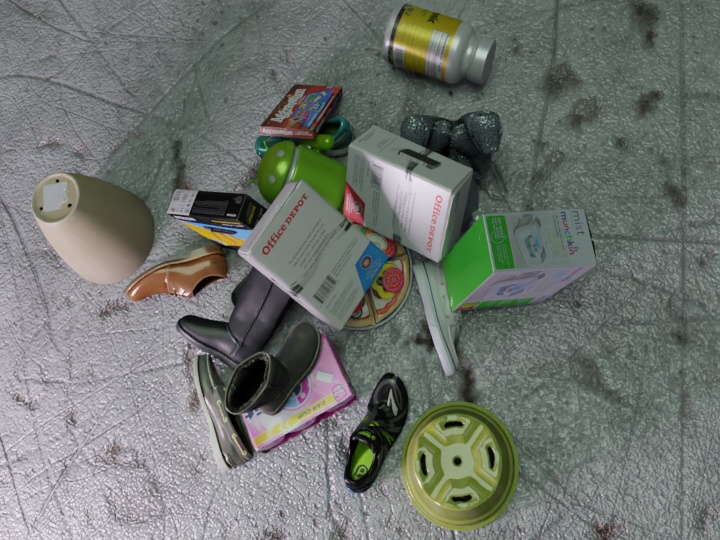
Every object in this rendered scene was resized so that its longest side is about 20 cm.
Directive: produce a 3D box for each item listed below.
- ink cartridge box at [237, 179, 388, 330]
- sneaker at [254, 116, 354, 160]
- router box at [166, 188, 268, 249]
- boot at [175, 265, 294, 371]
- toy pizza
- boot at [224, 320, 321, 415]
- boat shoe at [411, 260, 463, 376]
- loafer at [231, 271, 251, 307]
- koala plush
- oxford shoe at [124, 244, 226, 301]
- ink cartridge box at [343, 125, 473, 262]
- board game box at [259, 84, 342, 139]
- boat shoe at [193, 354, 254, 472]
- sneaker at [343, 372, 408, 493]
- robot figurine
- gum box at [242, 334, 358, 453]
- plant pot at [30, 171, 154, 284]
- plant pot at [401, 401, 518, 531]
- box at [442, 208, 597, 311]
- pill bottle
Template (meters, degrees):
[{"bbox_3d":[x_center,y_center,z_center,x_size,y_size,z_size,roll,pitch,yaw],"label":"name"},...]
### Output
[{"bbox_3d":[-0.076,-0.025,1.162,0.199,0.084,0.147,40,79,-20],"label":"ink cartridge box"},{"bbox_3d":[-0.109,-0.255,1.361,0.194,0.080,0.080,-10,72,7],"label":"sneaker"},{"bbox_3d":[-0.220,-0.082,1.255,0.196,0.148,0.052,9,72,40],"label":"router box"},{"bbox_3d":[-0.209,0.056,1.252,0.162,0.066,0.203,30,106,-4],"label":"boot"},{"bbox_3d":[0.000,0.000,1.256,0.194,0.032,0.207,1,87,-11],"label":"toy pizza"},{"bbox_3d":[-0.132,0.144,1.116,0.071,0.200,0.186,22,77,17],"label":"boot"},{"bbox_3d":[0.143,0.072,1.229,0.065,0.074,0.205,-17,72,4],"label":"boat shoe"},{"bbox_3d":[-0.153,-0.002,1.300,0.198,0.071,0.069,-36,71,-2],"label":"loafer"},{"bbox_3d":[0.166,-0.163,1.267,0.172,0.183,0.207,-1,95,15],"label":"koala plush"},{"bbox_3d":[-0.338,0.021,1.327,0.195,0.071,0.073,-21,77,2],"label":"oxford shoe"},{"bbox_3d":[0.076,-0.127,1.196,0.197,0.147,0.084,28,46,22],"label":"ink cartridge box"},{"bbox_3d":[-0.106,-0.298,1.339,0.100,0.020,0.202,5,36,13],"label":"board game box"},{"bbox_3d":[-0.238,0.238,1.248,0.059,0.072,0.207,-19,78,3],"label":"boat shoe"},{"bbox_3d":[0.026,0.268,1.188,0.069,0.083,0.204,21,78,14],"label":"sneaker"},{"bbox_3d":[-0.097,-0.155,1.290,0.195,0.115,0.180,21,81,-16],"label":"robot figurine"},{"bbox_3d":[-0.115,0.214,1.234,0.196,0.066,0.115,-29,70,1],"label":"gum box"},{"bbox_3d":[-0.504,-0.095,1.317,0.181,0.200,0.193,-3,73,9],"label":"plant pot"},{"bbox_3d":[0.149,0.295,1.107,0.194,0.185,0.207,-3,74,9],"label":"plant pot"},{"bbox_3d":[0.245,-0.016,1.149,0.171,0.200,0.100,-3,71,-14],"label":"box"},{"bbox_3d":[0.148,-0.416,1.348,0.195,0.112,0.114,22,78,14],"label":"pill bottle"}]
